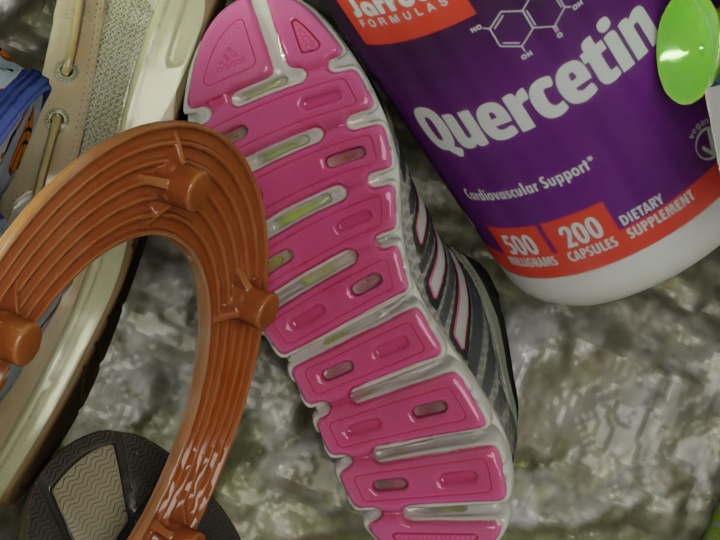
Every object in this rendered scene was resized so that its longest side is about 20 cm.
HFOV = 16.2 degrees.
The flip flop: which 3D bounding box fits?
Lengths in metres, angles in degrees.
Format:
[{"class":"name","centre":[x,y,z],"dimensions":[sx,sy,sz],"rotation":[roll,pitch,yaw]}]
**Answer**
[{"class":"flip flop","centre":[-0.058,0.147,0.868],"dimensions":[0.081,0.057,0.200],"rotation":[-40,110,-23]}]

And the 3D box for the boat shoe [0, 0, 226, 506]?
[{"class":"boat shoe","centre":[-0.104,-0.021,0.858],"dimensions":[0.065,0.072,0.201],"rotation":[19,80,-2]}]

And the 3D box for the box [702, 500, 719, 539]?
[{"class":"box","centre":[0.192,0.094,0.907],"dimensions":[0.122,0.048,0.201],"rotation":[26,84,-8]}]

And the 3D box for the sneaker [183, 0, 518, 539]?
[{"class":"sneaker","centre":[0.000,0.000,0.864],"dimensions":[0.073,0.087,0.201],"rotation":[-24,93,13]}]

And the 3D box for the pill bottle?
[{"class":"pill bottle","centre":[0.051,-0.093,0.832],"dimensions":[0.112,0.112,0.200],"rotation":[-39,115,-8]}]

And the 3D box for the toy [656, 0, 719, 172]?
[{"class":"toy","centre":[0.181,-0.065,0.828],"dimensions":[0.199,0.047,0.116],"rotation":[2,70,-31]}]

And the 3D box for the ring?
[{"class":"ring","centre":[-0.077,0.053,0.744],"dimensions":[0.019,0.200,0.201],"rotation":[21,85,23]}]

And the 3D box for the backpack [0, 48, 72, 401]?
[{"class":"backpack","centre":[-0.169,0.000,0.740],"dimensions":[0.154,0.200,0.191],"rotation":[35,78,-13]}]
